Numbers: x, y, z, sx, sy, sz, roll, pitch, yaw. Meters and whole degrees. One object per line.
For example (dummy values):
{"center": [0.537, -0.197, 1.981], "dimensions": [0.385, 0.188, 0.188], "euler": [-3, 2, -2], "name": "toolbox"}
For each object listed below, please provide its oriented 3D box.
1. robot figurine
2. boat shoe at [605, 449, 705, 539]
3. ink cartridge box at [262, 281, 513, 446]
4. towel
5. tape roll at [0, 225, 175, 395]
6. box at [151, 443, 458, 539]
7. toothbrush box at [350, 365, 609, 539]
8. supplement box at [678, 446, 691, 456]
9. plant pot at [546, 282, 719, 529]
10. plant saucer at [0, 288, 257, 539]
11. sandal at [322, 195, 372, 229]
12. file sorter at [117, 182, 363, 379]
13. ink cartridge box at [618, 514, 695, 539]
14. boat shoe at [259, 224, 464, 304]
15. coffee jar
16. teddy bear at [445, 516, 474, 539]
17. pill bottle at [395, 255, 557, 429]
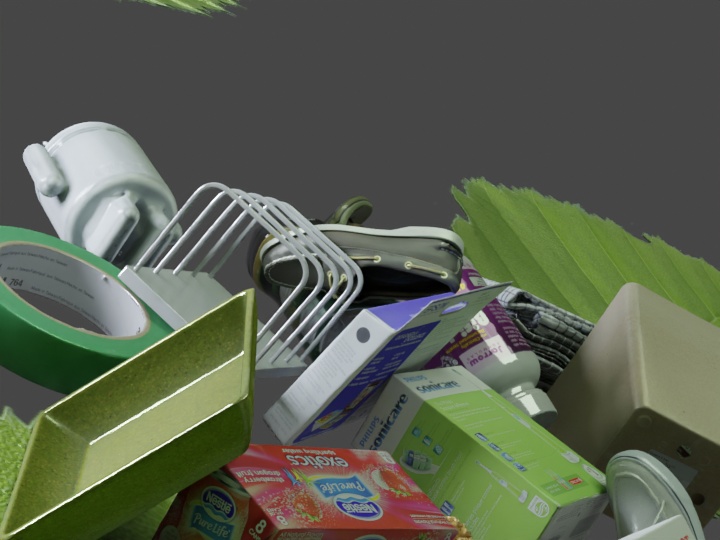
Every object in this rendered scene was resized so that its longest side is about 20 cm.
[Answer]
{"center": [-0.248, -0.071, 1.582], "dimensions": [0.170, 0.113, 0.200], "euler": [29, 14, -40], "name": "robot figurine"}
{"center": [0.260, 0.262, 1.446], "dimensions": [0.086, 0.075, 0.202], "euler": [-18, 86, -53], "name": "boat shoe"}
{"center": [0.027, 0.070, 1.482], "dimensions": [0.043, 0.200, 0.198], "euler": [51, 22, 13], "name": "ink cartridge box"}
{"center": [0.217, 0.087, 1.870], "dimensions": [0.200, 0.086, 0.166], "euler": [25, -2, -18], "name": "towel"}
{"center": [-0.255, 0.035, 1.384], "dimensions": [0.200, 0.048, 0.200], "euler": [27, 17, -9], "name": "tape roll"}
{"center": [-0.038, 0.195, 1.199], "dimensions": [0.200, 0.096, 0.100], "euler": [11, 26, -47], "name": "box"}
{"center": [0.116, 0.180, 1.506], "dimensions": [0.200, 0.086, 0.146], "euler": [38, 18, 23], "name": "toothbrush box"}
{"center": [0.449, 0.207, 1.939], "dimensions": [0.200, 0.103, 0.131], "euler": [16, 22, -36], "name": "supplement box"}
{"center": [0.312, 0.171, 1.704], "dimensions": [0.200, 0.200, 0.177], "euler": [28, 29, -6], "name": "plant pot"}
{"center": [-0.148, 0.113, 1.153], "dimensions": [0.048, 0.200, 0.200], "euler": [56, 10, -19], "name": "plant saucer"}
{"center": [-0.030, -0.032, 1.915], "dimensions": [0.057, 0.080, 0.201], "euler": [47, 24, -2], "name": "sandal"}
{"center": [-0.096, 0.008, 1.483], "dimensions": [0.139, 0.125, 0.200], "euler": [42, 8, 13], "name": "file sorter"}
{"center": [0.233, 0.299, 1.233], "dimensions": [0.146, 0.083, 0.200], "euler": [-5, 66, -60], "name": "ink cartridge box"}
{"center": [0.000, -0.002, 1.585], "dimensions": [0.202, 0.072, 0.060], "euler": [-2, 52, 7], "name": "boat shoe"}
{"center": [-0.041, 0.021, 1.696], "dimensions": [0.104, 0.085, 0.200], "euler": [1, 31, -30], "name": "coffee jar"}
{"center": [0.108, 0.257, 1.288], "dimensions": [0.145, 0.067, 0.200], "euler": [27, 14, -39], "name": "teddy bear"}
{"center": [0.115, 0.089, 1.678], "dimensions": [0.112, 0.112, 0.200], "euler": [4, 46, -54], "name": "pill bottle"}
